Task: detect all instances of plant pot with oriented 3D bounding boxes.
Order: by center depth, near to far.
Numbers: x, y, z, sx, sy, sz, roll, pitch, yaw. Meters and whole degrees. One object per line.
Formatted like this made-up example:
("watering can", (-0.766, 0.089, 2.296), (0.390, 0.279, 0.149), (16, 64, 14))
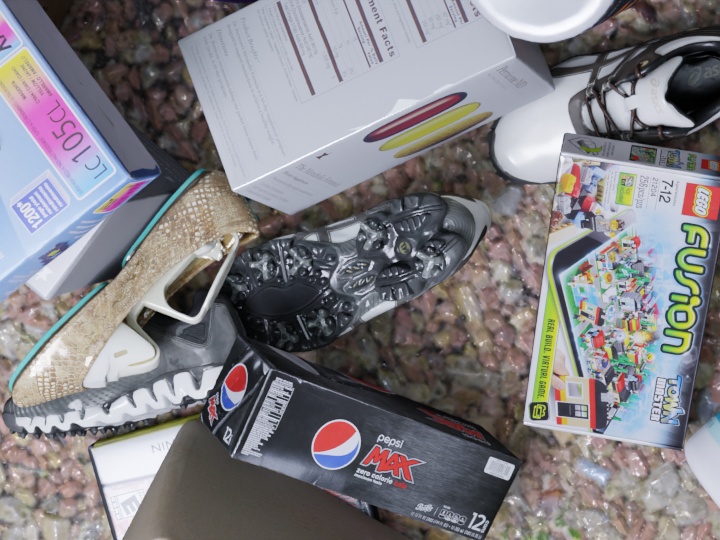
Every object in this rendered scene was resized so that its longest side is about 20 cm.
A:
("plant pot", (-0.088, 0.241, 1.450), (0.199, 0.177, 0.200), (29, 99, 4))

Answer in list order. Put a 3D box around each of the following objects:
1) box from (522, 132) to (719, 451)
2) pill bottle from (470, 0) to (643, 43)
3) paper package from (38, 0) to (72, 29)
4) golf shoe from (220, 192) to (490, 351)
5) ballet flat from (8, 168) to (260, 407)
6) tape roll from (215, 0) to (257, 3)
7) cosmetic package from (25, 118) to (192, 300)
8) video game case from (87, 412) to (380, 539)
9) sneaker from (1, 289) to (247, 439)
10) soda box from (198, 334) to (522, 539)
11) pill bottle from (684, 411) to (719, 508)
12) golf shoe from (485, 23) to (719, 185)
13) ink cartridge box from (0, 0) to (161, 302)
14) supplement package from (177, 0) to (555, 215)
("box", (0.171, 0.015, 1.458), (0.110, 0.035, 0.201), (9, 118, 7))
("pill bottle", (0.139, -0.207, 1.394), (0.106, 0.200, 0.107), (6, 107, 21))
("paper package", (-0.266, -0.166, 1.460), (0.103, 0.191, 0.201), (26, 99, 5))
("golf shoe", (0.000, 0.000, 1.494), (0.199, 0.094, 0.078), (-17, 93, 33))
("ballet flat", (-0.139, 0.023, 1.445), (0.065, 0.071, 0.200), (40, 83, 10))
("tape roll", (-0.084, -0.278, 1.491), (0.199, 0.066, 0.201), (1, 94, 8))
("cosmetic package", (-0.187, -0.051, 1.453), (0.107, 0.200, 0.090), (39, 98, 3))
("video game case", (-0.074, 0.191, 1.545), (0.180, 0.026, 0.201), (-15, 92, 8))
("sneaker", (-0.157, 0.060, 1.519), (0.199, 0.066, 0.091), (-14, 81, 27))
("soda box", (0.001, 0.109, 1.461), (0.200, 0.071, 0.064), (23, 98, -28))
("pill bottle", (0.313, 0.091, 1.443), (0.200, 0.111, 0.111), (-43, 88, 9))
("golf shoe", (0.171, -0.111, 1.455), (0.199, 0.094, 0.078), (-24, 92, 10))
("ink cartridge box", (-0.237, -0.048, 1.326), (0.200, 0.076, 0.137), (-38, 86, 12))
("supplement package", (0.006, -0.131, 1.446), (0.199, 0.114, 0.110), (-25, 77, 15))
